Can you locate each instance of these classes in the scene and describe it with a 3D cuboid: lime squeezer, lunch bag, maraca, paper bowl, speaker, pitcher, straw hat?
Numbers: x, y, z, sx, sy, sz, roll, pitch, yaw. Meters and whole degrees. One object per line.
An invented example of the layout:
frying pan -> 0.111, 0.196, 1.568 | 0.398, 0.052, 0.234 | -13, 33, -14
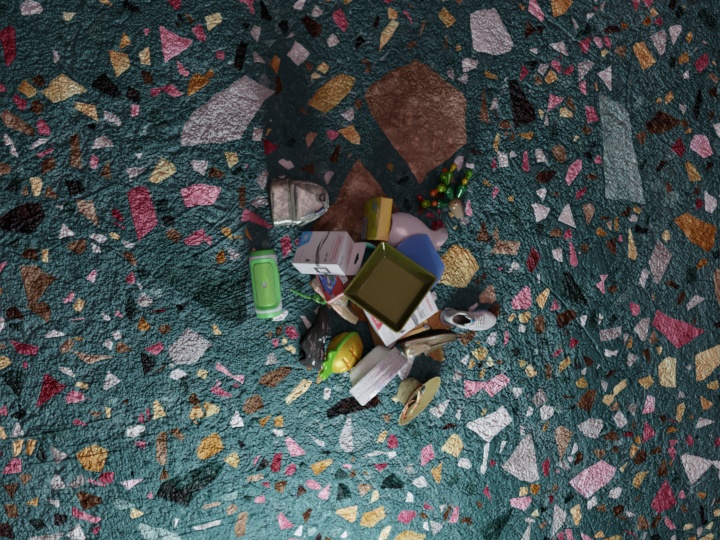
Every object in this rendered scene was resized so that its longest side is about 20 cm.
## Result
lime squeezer -> -0.121, 0.070, 1.602 | 0.197, 0.038, 0.072 | -13, 101, 18
lunch bag -> -0.184, -0.201, 1.548 | 0.165, 0.200, 0.142 | -8, 97, -10
maraca -> -0.062, 0.262, 1.632 | 0.106, 0.199, 0.139 | 26, 121, 23
paper bowl -> 0.044, 0.313, 1.642 | 0.200, 0.201, 0.104 | -43, 81, -6
speaker -> -0.288, 0.039, 1.603 | 0.087, 0.088, 0.203 | -7, 96, -12
pitcher -> 0.157, -0.087, 1.683 | 0.198, 0.121, 0.174 | 16, 105, -24
straw hat -> 0.166, 0.401, 1.728 | 0.085, 0.201, 0.202 | 37, 84, 30

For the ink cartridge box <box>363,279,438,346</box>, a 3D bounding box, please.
ink cartridge box -> 0.118, 0.107, 1.593 | 0.199, 0.083, 0.148 | -33, 122, -7

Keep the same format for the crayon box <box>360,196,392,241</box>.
crayon box -> 0.052, -0.153, 1.601 | 0.050, 0.200, 0.129 | 6, 92, -12

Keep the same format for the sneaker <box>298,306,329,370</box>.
sneaker -> -0.147, 0.211, 1.657 | 0.089, 0.076, 0.203 | 9, 90, -5

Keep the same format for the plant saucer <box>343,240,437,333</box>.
plant saucer -> 0.085, 0.051, 1.507 | 0.199, 0.048, 0.201 | 35, 76, 14

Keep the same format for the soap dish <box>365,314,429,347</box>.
soap dish -> 0.122, 0.148, 1.704 | 0.197, 0.081, 0.160 | -18, 98, -9

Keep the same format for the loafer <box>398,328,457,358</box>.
loafer -> 0.224, 0.242, 1.741 | 0.197, 0.076, 0.069 | -11, 98, -1

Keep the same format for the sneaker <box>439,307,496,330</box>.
sneaker -> 0.370, 0.168, 1.758 | 0.197, 0.087, 0.076 | 2, 93, -14

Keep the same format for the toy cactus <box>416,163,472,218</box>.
toy cactus -> 0.286, -0.244, 1.716 | 0.199, 0.102, 0.166 | -38, 120, -9

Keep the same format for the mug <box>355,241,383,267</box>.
mug -> 0.009, -0.007, 1.644 | 0.184, 0.114, 0.153 | 30, 90, 28

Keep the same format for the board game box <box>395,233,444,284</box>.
board game box -> 0.168, -0.019, 1.645 | 0.157, 0.039, 0.201 | -37, 118, -6

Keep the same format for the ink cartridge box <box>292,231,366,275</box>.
ink cartridge box -> -0.093, -0.053, 1.573 | 0.197, 0.067, 0.117 | 1, 62, 27

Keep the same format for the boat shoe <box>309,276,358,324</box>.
boat shoe -> -0.070, 0.086, 1.660 | 0.200, 0.074, 0.069 | 44, 91, -11

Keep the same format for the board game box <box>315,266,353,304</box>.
board game box -> -0.088, -0.002, 1.595 | 0.102, 0.201, 0.019 | -31, 143, 5
